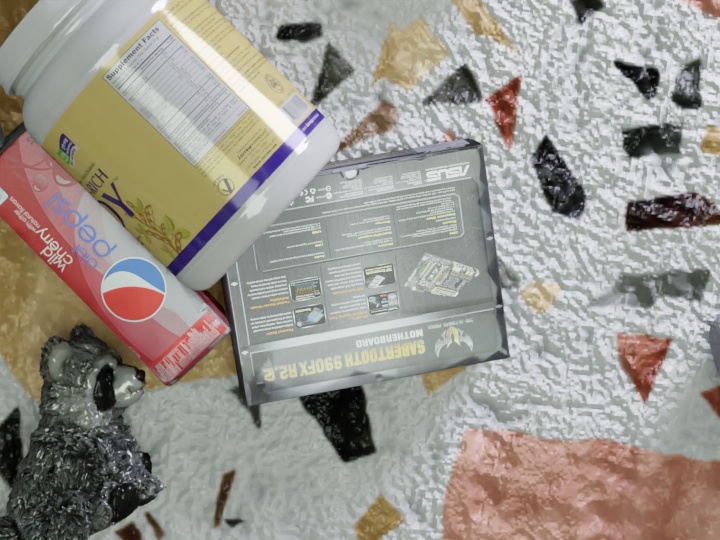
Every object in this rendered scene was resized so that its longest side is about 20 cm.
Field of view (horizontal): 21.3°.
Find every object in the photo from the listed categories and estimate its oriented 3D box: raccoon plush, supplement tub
[{"bbox_3d":[-0.233,0.128,1.342,0.199,0.097,0.135,-27,96,-4],"label":"raccoon plush"},{"bbox_3d":[-0.128,-0.103,1.250,0.200,0.145,0.145,44,91,-4],"label":"supplement tub"}]

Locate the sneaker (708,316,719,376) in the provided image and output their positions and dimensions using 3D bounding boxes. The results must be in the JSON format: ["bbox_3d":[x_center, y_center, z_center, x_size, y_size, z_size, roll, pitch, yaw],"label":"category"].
[{"bbox_3d":[0.347,0.107,1.441,0.113,0.075,0.201,-25,101,-2],"label":"sneaker"}]

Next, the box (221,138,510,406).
[{"bbox_3d":[0.000,0.000,1.376,0.198,0.048,0.160,-11,102,-7],"label":"box"}]

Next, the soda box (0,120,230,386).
[{"bbox_3d":[-0.179,-0.015,1.331,0.063,0.070,0.200,-42,104,1],"label":"soda box"}]

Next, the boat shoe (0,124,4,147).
[{"bbox_3d":[-0.318,-0.145,1.275,0.068,0.074,0.200,-39,94,9],"label":"boat shoe"}]
